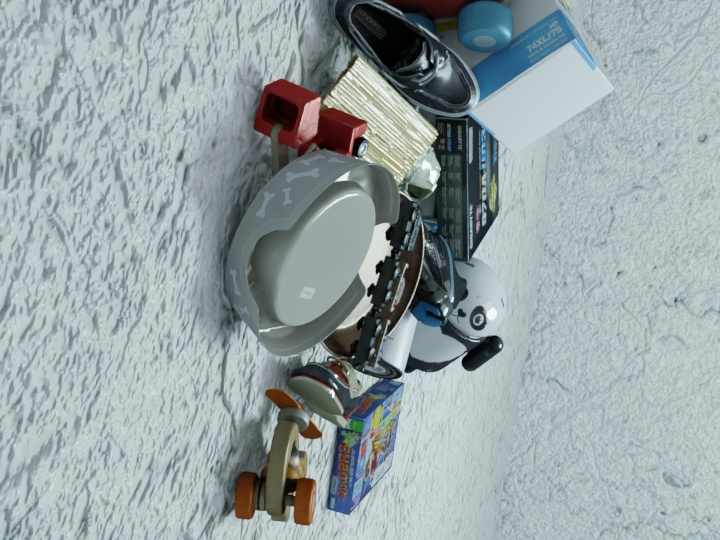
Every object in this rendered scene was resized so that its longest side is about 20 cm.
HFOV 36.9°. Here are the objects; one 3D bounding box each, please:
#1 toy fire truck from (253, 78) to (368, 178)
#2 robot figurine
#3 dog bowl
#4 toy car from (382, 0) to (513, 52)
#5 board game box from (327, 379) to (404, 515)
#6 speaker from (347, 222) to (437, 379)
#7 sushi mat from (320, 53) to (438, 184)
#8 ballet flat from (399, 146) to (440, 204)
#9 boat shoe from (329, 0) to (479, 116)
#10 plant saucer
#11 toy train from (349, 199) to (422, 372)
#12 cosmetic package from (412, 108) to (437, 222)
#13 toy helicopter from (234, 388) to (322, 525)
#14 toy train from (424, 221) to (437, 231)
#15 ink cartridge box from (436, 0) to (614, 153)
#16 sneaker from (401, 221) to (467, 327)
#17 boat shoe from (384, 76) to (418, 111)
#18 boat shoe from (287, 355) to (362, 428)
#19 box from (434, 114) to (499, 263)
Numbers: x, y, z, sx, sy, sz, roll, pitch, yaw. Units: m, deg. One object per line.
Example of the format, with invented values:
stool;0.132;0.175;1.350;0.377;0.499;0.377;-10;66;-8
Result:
toy fire truck;-0.050;-0.093;1.047;0.141;0.048;0.202;-34;142;-51
robot figurine;0.113;0.065;1.511;0.149;0.200;0.126;14;51;-38
dog bowl;-0.047;-0.020;1.006;0.200;0.058;0.202;-41;149;-31
toy car;0.070;-0.350;1.136;0.200;0.174;0.187;33;58;-59
board game box;0.011;0.242;1.514;0.200;0.034;0.138;-24;124;-71
speaker;0.043;0.034;1.408;0.081;0.080;0.202;67;36;-63
sushi mat;0.013;-0.150;1.157;0.096;0.012;0.200;-49;147;6
ballet flat;0.069;-0.125;1.331;0.200;0.071;0.073;99;4;-82
boat shoe;0.055;-0.221;1.118;0.072;0.199;0.068;-49;-151;8
plant saucer;0.000;0.000;1.237;0.199;0.036;0.203;-29;129;-42
toy train;0.031;0.018;1.231;0.046;0.034;0.203;9;99;-66
cosmetic package;0.095;-0.172;1.475;0.102;0.073;0.203;12;90;-74
toy helicopter;-0.078;0.202;1.164;0.200;0.078;0.134;76;19;-77
toy train;0.125;-0.082;1.632;0.117;0.084;0.200;-70;165;5
ink cartridge box;0.174;-0.276;1.265;0.146;0.145;0.202;24;39;-57
sneaker;0.065;-0.030;1.353;0.082;0.073;0.202;-44;115;-38
boat shoe;0.039;-0.187;1.290;0.200;0.059;0.077;-47;145;-61
boat shoe;-0.033;0.129;1.222;0.063;0.071;0.200;-59;165;-12
box;0.144;-0.136;1.438;0.159;0.045;0.203;-51;143;-55
